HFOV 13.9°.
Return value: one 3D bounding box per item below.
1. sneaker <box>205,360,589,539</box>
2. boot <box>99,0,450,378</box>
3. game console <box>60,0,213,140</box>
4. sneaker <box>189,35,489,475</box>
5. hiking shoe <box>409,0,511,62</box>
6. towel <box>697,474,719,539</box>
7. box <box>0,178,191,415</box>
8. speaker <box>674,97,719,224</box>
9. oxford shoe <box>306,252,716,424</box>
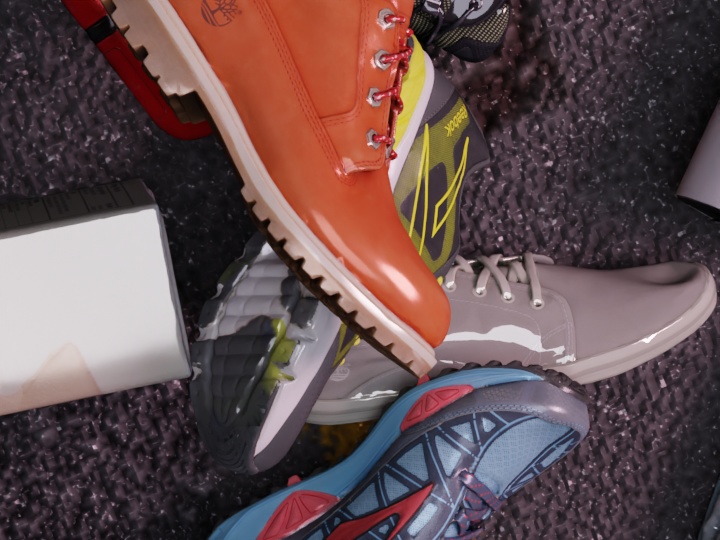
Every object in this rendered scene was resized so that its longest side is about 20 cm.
[{"bbox_3d":[0.024,0.119,1.273,0.200,0.096,0.079,-36,136,21],"label":"sneaker"},{"bbox_3d":[-0.007,-0.058,1.154,0.107,0.075,0.200,-34,88,-4],"label":"boot"},{"bbox_3d":[-0.047,-0.182,1.233,0.200,0.119,0.173,-36,102,5],"label":"game console"},{"bbox_3d":[0.000,0.000,1.244,0.085,0.074,0.200,33,75,-37],"label":"sneaker"},{"bbox_3d":[0.019,-0.130,1.277,0.200,0.076,0.101,-25,94,-6],"label":"hiking shoe"},{"bbox_3d":[0.261,0.080,1.355,0.171,0.048,0.201,21,94,-10],"label":"towel"},{"bbox_3d":[-0.178,0.021,1.259,0.199,0.095,0.078,-11,100,-6],"label":"box"},{"bbox_3d":[0.214,-0.104,1.303,0.081,0.081,0.200,25,89,-11],"label":"speaker"},{"bbox_3d":[0.059,0.020,1.303,0.199,0.075,0.058,-11,111,-2],"label":"oxford shoe"}]
